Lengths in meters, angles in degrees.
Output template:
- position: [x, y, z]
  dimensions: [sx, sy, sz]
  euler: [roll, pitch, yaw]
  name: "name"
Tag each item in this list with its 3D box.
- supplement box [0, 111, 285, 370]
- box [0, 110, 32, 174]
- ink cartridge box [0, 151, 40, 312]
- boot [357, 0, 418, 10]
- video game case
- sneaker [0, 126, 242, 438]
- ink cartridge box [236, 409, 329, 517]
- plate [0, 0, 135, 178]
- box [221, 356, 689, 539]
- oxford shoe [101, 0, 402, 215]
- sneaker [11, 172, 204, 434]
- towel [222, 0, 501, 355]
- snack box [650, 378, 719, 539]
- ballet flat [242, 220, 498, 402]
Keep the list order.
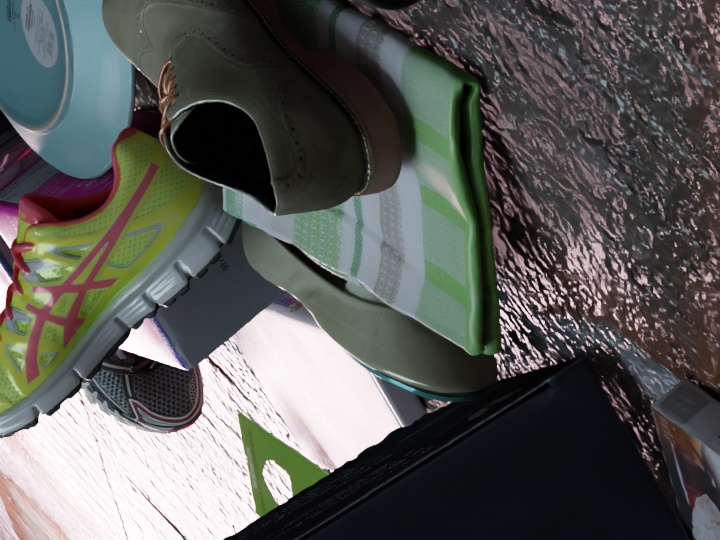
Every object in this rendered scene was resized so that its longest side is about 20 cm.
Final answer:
- position: [-0.123, -0.022, 1.507]
  dimensions: [0.102, 0.103, 0.200]
  euler: [56, 163, -18]
  name: "supplement box"
- position: [-0.271, -0.148, 1.592]
  dimensions: [0.200, 0.122, 0.106]
  euler: [51, 162, 4]
  name: "box"
- position: [-0.259, -0.044, 1.839]
  dimensions: [0.200, 0.076, 0.137]
  euler: [22, 145, 60]
  name: "ink cartridge box"
- position: [-0.060, -0.186, 1.096]
  dimensions: [0.174, 0.069, 0.201]
  euler: [23, 148, 55]
  name: "boot"
- position: [-0.013, 0.073, 1.553]
  dimensions: [0.200, 0.018, 0.144]
  euler: [18, 142, 60]
  name: "video game case"
- position: [-0.154, 0.004, 1.366]
  dimensions: [0.090, 0.200, 0.078]
  euler: [44, -169, -14]
  name: "sneaker"
- position: [-0.018, 0.199, 1.667]
  dimensions: [0.199, 0.076, 0.148]
  euler: [33, 156, 22]
  name: "ink cartridge box"
- position: [-0.184, -0.144, 1.441]
  dimensions: [0.200, 0.025, 0.201]
  euler: [35, 135, 45]
  name: "plate"
- position: [0.028, 0.146, 1.267]
  dimensions: [0.118, 0.196, 0.200]
  euler: [59, 165, 0]
  name: "box"
- position: [-0.068, -0.086, 1.204]
  dimensions: [0.200, 0.074, 0.071]
  euler: [33, 137, 42]
  name: "oxford shoe"
- position: [-0.164, 0.023, 1.725]
  dimensions: [0.201, 0.080, 0.075]
  euler: [58, 159, -18]
  name: "sneaker"
- position: [-0.009, -0.055, 1.229]
  dimensions: [0.200, 0.031, 0.150]
  euler: [32, 139, 47]
  name: "towel"
- position: [0.180, 0.137, 1.193]
  dimensions: [0.072, 0.024, 0.201]
  euler: [36, 156, 43]
  name: "snack box"
- position: [0.000, 0.000, 1.321]
  dimensions: [0.200, 0.069, 0.070]
  euler: [32, 154, 49]
  name: "ballet flat"
